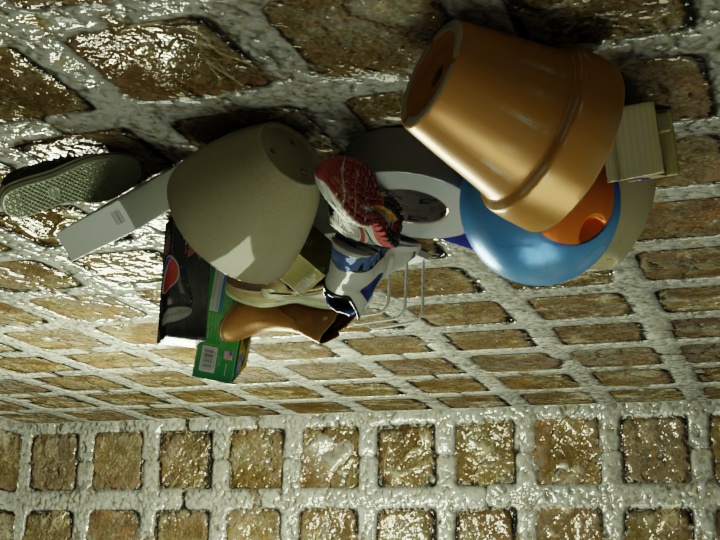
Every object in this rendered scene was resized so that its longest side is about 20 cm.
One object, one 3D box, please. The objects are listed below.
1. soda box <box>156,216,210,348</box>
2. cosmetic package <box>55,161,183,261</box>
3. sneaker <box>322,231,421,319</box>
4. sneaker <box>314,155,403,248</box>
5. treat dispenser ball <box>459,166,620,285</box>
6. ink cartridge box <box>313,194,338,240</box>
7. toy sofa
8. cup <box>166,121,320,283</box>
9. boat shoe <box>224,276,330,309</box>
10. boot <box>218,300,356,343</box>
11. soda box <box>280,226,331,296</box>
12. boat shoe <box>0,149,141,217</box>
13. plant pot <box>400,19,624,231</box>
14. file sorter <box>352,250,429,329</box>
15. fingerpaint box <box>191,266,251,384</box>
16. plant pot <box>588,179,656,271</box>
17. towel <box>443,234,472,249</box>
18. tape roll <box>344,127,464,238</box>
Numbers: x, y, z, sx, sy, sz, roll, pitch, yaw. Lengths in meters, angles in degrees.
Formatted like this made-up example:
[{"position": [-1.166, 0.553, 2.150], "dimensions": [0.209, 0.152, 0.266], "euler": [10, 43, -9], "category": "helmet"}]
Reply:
[{"position": [-0.277, 0.016, 1.961], "dimensions": [0.070, 0.203, 0.063], "euler": [8, 163, -22], "category": "soda box"}, {"position": [-0.318, -0.087, 1.737], "dimensions": [0.150, 0.052, 0.199], "euler": [-39, -167, -38], "category": "cosmetic package"}, {"position": [0.000, 0.000, 1.736], "dimensions": [0.080, 0.116, 0.199], "euler": [32, -157, 20], "category": "sneaker"}, {"position": [-0.015, -0.081, 1.589], "dimensions": [0.081, 0.079, 0.200], "euler": [1, 156, 25], "category": "sneaker"}, {"position": [0.221, -0.083, 1.531], "dimensions": [0.197, 0.204, 0.201], "euler": [1, 164, 0], "category": "treat dispenser ball"}, {"position": [-0.035, -0.064, 1.867], "dimensions": [0.143, 0.086, 0.200], "euler": [-4, 164, 24], "category": "ink cartridge box"}, {"position": [0.312, -0.145, 1.447], "dimensions": [0.096, 0.084, 0.200], "euler": [-9, -179, 19], "category": "toy sofa"}, {"position": [-0.128, -0.106, 1.596], "dimensions": [0.199, 0.202, 0.143], "euler": [15, 134, -40], "category": "cup"}, {"position": [-0.114, 0.012, 1.903], "dimensions": [0.197, 0.075, 0.067], "euler": [1, 140, 6], "category": "boat shoe"}, {"position": [-0.110, 0.076, 1.931], "dimensions": [0.200, 0.144, 0.071], "euler": [-35, 138, -18], "category": "boot"}, {"position": [-0.129, -0.059, 1.737], "dimensions": [0.199, 0.068, 0.064], "euler": [40, 132, -13], "category": "soda box"}, {"position": [-0.400, -0.126, 1.699], "dimensions": [0.197, 0.062, 0.075], "euler": [-17, 127, -18], "category": "boat shoe"}, {"position": [0.149, -0.170, 1.324], "dimensions": [0.181, 0.203, 0.200], "euler": [24, 157, -19], "category": "plant pot"}, {"position": [0.003, 0.017, 2.081], "dimensions": [0.137, 0.127, 0.199], "euler": [-10, 161, 38], "category": "file sorter"}, {"position": [-0.215, 0.072, 2.057], "dimensions": [0.072, 0.203, 0.167], "euler": [11, -175, 2], "category": "fingerpaint box"}, {"position": [0.311, -0.076, 1.706], "dimensions": [0.197, 0.137, 0.201], "euler": [1, 164, 0], "category": "plant pot"}, {"position": [0.210, -0.077, 1.875], "dimensions": [0.198, 0.050, 0.147], "euler": [13, 150, -33], "category": "towel"}, {"position": [0.071, -0.114, 1.663], "dimensions": [0.197, 0.067, 0.201], "euler": [8, 159, 3], "category": "tape roll"}]
